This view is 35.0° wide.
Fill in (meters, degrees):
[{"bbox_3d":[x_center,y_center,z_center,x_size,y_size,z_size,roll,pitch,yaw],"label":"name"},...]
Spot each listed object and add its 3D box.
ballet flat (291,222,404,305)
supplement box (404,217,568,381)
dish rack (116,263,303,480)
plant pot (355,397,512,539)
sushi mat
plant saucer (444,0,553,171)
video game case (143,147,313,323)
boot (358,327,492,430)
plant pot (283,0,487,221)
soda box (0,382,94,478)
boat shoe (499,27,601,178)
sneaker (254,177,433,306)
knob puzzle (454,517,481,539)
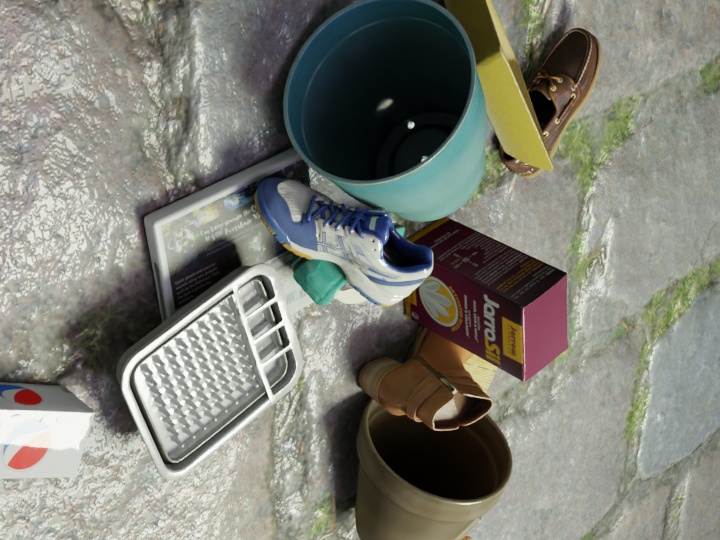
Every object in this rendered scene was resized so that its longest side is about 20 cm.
[{"bbox_3d":[0.000,0.000,1.261,0.067,0.071,0.199,-39,170,34],"label":"ballet flat"},{"bbox_3d":[0.147,0.031,1.362,0.085,0.199,0.112,-31,131,-31],"label":"supplement box"},{"bbox_3d":[-0.155,0.096,1.156,0.199,0.043,0.174,-39,135,-27],"label":"dish rack"},{"bbox_3d":[0.071,0.272,1.440,0.198,0.200,0.175,-16,139,-42],"label":"plant pot"},{"bbox_3d":[0.128,0.122,1.535,0.199,0.012,0.097,18,96,-50],"label":"sushi mat"},{"bbox_3d":[0.146,-0.232,1.273,0.048,0.202,0.201,-21,139,13],"label":"plant saucer"},{"bbox_3d":[-0.126,-0.010,1.181,0.198,0.023,0.185,-29,130,-34],"label":"video game case"},{"bbox_3d":[0.113,0.130,1.393,0.198,0.154,0.075,-27,118,-27],"label":"boot"},{"bbox_3d":[0.046,-0.148,1.179,0.202,0.198,0.188,-59,153,-6],"label":"plant pot"},{"bbox_3d":[-0.335,0.139,0.997,0.198,0.063,0.069,11,102,-50],"label":"soda box"},{"bbox_3d":[0.238,-0.214,1.435,0.070,0.070,0.203,20,95,-54],"label":"boat shoe"},{"bbox_3d":[-0.012,-0.045,1.154,0.198,0.088,0.076,31,50,-24],"label":"sneaker"},{"bbox_3d":[0.115,0.392,1.576,0.219,0.030,0.220,-44,171,-8],"label":"knob puzzle"}]
